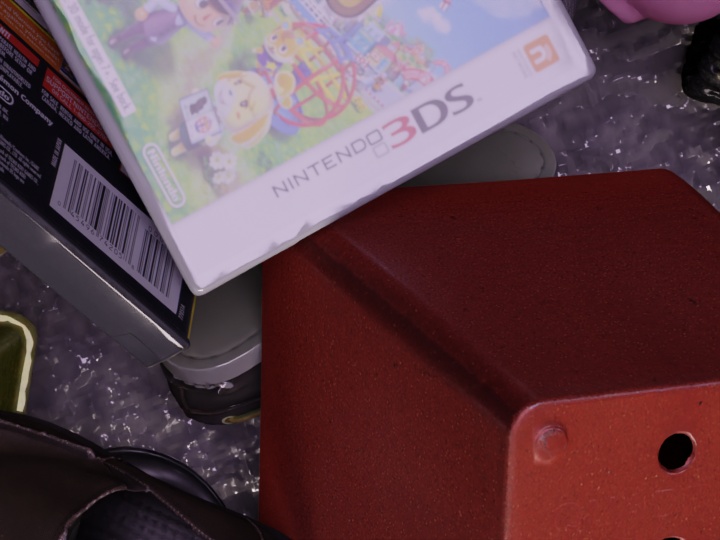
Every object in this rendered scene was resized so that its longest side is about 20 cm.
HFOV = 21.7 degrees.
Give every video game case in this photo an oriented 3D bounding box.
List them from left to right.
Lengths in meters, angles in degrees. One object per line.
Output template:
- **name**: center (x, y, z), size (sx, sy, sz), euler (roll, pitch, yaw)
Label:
- **video game case**: center (-0.129, -0.086, 0.739), size (0.025, 0.181, 0.200), euler (-27, 127, 28)
- **video game case**: center (-0.032, -0.121, 0.727), size (0.182, 0.022, 0.201), euler (-29, 93, -6)

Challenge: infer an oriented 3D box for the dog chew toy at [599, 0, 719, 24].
- **dog chew toy**: center (0.168, -0.184, 0.766), size (0.124, 0.125, 0.200), euler (41, 103, -7)

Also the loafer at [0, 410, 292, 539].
- **loafer**: center (-0.115, 0.098, 0.746), size (0.199, 0.071, 0.073), euler (15, 79, 7)

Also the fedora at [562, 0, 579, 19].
- **fedora**: center (0.012, -0.161, 0.830), size (0.176, 0.090, 0.201), euler (3, 82, -12)

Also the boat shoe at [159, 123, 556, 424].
- **boat shoe**: center (0.000, 0.000, 0.843), size (0.201, 0.061, 0.072), euler (-28, 54, -14)

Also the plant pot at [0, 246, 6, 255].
- **plant pot**: center (-0.238, -0.081, 0.749), size (0.141, 0.200, 0.201), euler (-16, 92, 20)

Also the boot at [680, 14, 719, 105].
- **boot**: center (0.219, -0.053, 0.870), size (0.157, 0.079, 0.212), euler (23, 74, -16)

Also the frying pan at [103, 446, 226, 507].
- **frying pan**: center (-0.079, 0.165, 0.815), size (0.115, 0.031, 0.190), euler (-36, 98, -30)

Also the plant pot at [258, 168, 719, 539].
- **plant pot**: center (0.080, 0.082, 0.754), size (0.199, 0.176, 0.201), euler (-5, 108, -21)

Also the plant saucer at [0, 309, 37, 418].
- **plant saucer**: center (-0.251, 0.103, 0.798), size (0.199, 0.048, 0.201), euler (9, 87, -11)
